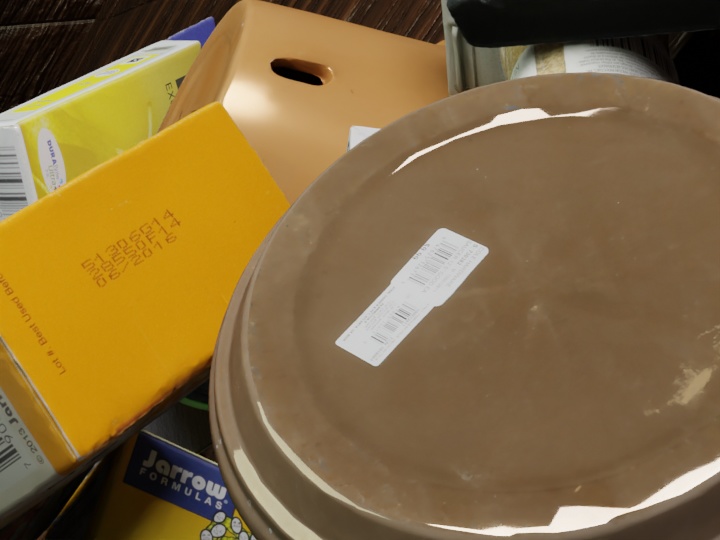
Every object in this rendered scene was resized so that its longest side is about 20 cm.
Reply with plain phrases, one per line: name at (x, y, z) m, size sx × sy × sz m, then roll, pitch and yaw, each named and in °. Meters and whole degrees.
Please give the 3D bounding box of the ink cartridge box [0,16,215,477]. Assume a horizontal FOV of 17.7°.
ink cartridge box at (-0.098, -0.008, 1.161) m, size 0.047 × 0.199 × 0.200 m, roll 1°, pitch 21°, yaw 38°

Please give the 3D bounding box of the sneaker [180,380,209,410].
sneaker at (0.000, 0.000, 0.861) m, size 0.084 × 0.199 × 0.077 m, roll -27°, pitch 79°, yaw 52°

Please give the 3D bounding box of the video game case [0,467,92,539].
video game case at (-0.155, 0.109, 0.960) m, size 0.182 × 0.023 × 0.200 m, roll -46°, pitch -3°, yaw -44°

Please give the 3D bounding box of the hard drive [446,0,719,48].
hard drive at (0.119, -0.173, 0.852) m, size 0.139 × 0.033 × 0.201 m, roll -2°, pitch 54°, yaw 30°

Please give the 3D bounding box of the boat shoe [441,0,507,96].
boat shoe at (0.044, -0.149, 0.945) m, size 0.071 × 0.069 × 0.201 m, roll -62°, pitch -32°, yaw -41°

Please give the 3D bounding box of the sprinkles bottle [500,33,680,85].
sprinkles bottle at (0.087, -0.041, 0.823) m, size 0.068 × 0.068 × 0.200 m, roll -57°, pitch 15°, yaw 26°

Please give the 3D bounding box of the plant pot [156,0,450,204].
plant pot at (-0.023, -0.033, 1.069) m, size 0.201 × 0.139 × 0.201 m, roll -57°, pitch 16°, yaw 27°

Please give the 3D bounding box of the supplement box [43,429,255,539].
supplement box at (-0.100, 0.192, 1.020) m, size 0.109 × 0.109 × 0.201 m, roll -44°, pitch 25°, yaw 55°

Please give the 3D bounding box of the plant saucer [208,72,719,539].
plant saucer at (0.051, 0.014, 0.644) m, size 0.030 × 0.198 × 0.201 m, roll 71°, pitch -154°, yaw -47°

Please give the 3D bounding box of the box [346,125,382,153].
box at (0.011, 0.067, 0.777) m, size 0.117 × 0.060 × 0.201 m, roll -90°, pitch 8°, yaw -50°

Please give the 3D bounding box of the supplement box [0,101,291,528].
supplement box at (-0.116, 0.039, 0.753) m, size 0.126 × 0.074 × 0.200 m, roll -35°, pitch 0°, yaw -43°
